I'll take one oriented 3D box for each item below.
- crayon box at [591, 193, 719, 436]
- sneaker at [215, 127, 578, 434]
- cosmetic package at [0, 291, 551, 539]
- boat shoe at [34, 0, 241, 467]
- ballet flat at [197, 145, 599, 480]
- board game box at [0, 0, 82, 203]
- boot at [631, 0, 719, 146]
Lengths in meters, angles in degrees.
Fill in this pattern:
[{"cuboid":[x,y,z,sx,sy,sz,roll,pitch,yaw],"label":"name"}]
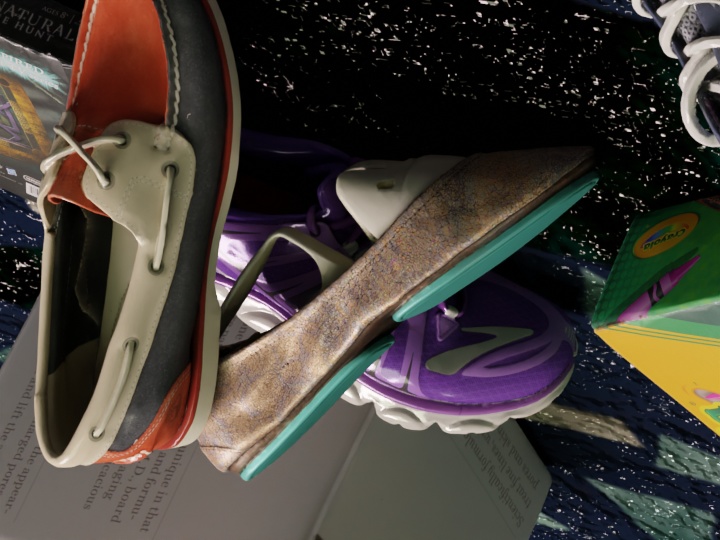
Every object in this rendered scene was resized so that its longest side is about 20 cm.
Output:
[{"cuboid":[0.200,0.045,1.091,0.200,0.058,0.119,38,151,-25],"label":"crayon box"},{"cuboid":[-0.002,-0.002,1.165,0.200,0.081,0.083,24,142,-6],"label":"sneaker"},{"cuboid":[-0.052,0.104,1.298,0.200,0.165,0.165,8,150,32],"label":"cosmetic package"},{"cuboid":[-0.091,-0.024,1.085,0.063,0.200,0.071,-9,-163,-43],"label":"boat shoe"},{"cuboid":[0.000,0.000,1.105,0.067,0.200,0.068,51,-162,6],"label":"ballet flat"},{"cuboid":[-0.202,-0.099,1.207,0.200,0.028,0.135,23,154,5],"label":"board game box"},{"cuboid":[0.117,-0.082,0.890,0.200,0.090,0.073,27,154,-4],"label":"boot"}]
